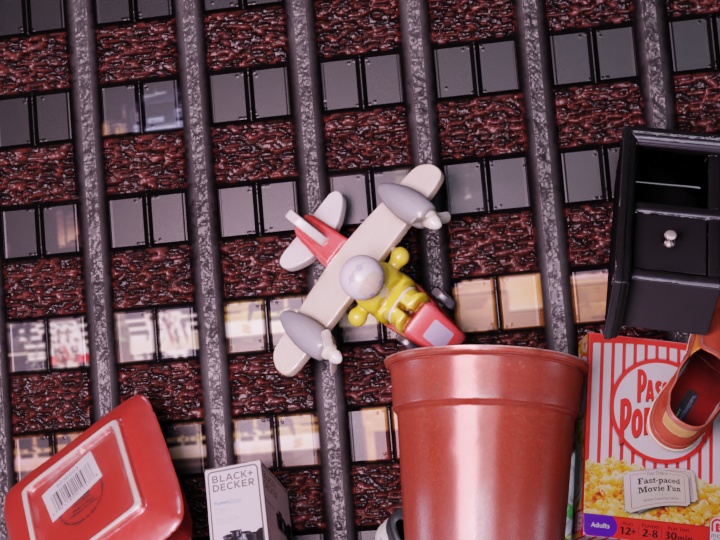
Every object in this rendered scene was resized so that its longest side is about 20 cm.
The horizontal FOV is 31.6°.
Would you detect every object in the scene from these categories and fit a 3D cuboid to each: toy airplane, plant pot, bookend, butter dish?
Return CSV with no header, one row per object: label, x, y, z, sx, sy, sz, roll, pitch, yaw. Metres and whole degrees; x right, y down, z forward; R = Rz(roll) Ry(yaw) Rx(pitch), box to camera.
toy airplane,0.000,0.000,1.288,0.198,0.141,0.202,-6,86,8
plant pot,0.118,0.186,1.212,0.199,0.201,0.197,1,75,8
bookend,0.340,-0.029,1.220,0.197,0.092,0.201,7,53,9
butter dish,-0.246,0.266,1.309,0.200,0.148,0.200,-37,42,5

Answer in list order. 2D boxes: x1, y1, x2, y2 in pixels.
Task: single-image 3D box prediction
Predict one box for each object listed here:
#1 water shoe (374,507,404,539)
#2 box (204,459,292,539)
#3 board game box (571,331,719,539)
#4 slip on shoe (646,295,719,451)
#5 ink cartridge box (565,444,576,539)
water shoe,0.095,0.325,1.279,0.079,0.071,0.200,-44,80,23
box,-0.103,0.302,1.262,0.060,0.117,0.201,-13,61,7
board game box,0.288,0.169,1.248,0.150,0.046,0.202,6,71,-3
slip on shoe,0.343,0.085,1.224,0.074,0.061,0.200,34,70,8
ink cartridge box,0.204,0.277,1.287,0.109,0.050,0.200,42,92,8
